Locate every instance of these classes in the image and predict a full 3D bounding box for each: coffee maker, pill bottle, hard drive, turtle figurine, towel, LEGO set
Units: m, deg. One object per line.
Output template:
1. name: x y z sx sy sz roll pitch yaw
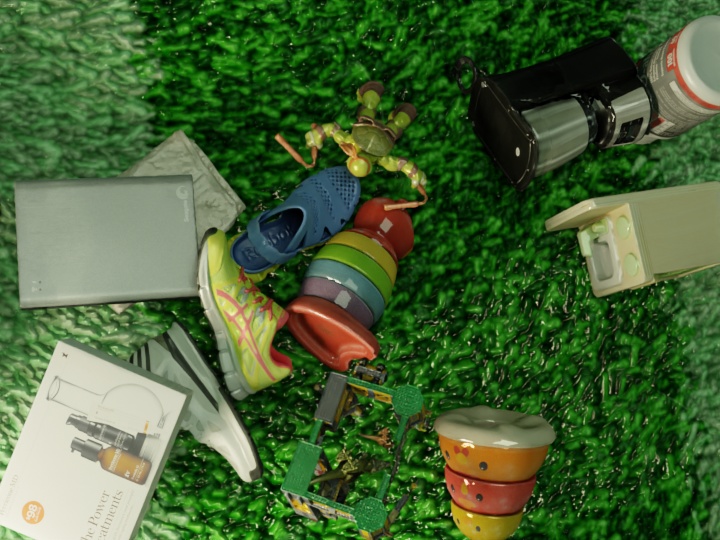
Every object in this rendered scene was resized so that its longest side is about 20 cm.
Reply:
1. coffee maker: 0.253 -0.227 1.286 0.197 0.135 0.195 -22 85 -19
2. pill bottle: 0.416 -0.241 1.300 0.114 0.200 0.118 3 78 -16
3. hard drive: -0.282 -0.033 1.111 0.196 0.033 0.142 -4 80 -16
4. turtle figurine: 0.006 -0.167 1.210 0.197 0.065 0.163 21 46 0
5. towel: -0.244 -0.061 1.161 0.199 0.034 0.133 -39 90 -18
6. LEGO set: -0.002 0.216 1.124 0.151 0.116 0.203 7 63 11

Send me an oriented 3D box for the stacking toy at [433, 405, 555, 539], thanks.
1. stacking toy: 0.154 0.271 1.173 0.143 0.146 0.204 2 93 -15

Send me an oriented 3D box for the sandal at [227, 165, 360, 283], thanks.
1. sandal: -0.074 -0.058 1.182 0.199 0.087 0.080 -41 90 -21

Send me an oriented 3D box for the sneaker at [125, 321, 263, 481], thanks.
1. sneaker: -0.198 0.171 1.116 0.114 0.076 0.202 -33 81 -11

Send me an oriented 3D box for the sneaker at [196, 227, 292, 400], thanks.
1. sneaker: -0.128 0.043 1.121 0.089 0.078 0.203 -13 110 3

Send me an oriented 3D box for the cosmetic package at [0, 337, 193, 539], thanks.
1. cosmetic package: -0.285 0.194 1.052 0.149 0.052 0.203 22 89 1

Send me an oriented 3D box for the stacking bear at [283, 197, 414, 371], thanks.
1. stacking bear: 0.000 0.000 1.185 0.113 0.121 0.202 37 62 -13

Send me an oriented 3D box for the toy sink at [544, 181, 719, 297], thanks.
1. toy sink: 0.360 -0.035 1.280 0.196 0.130 0.114 -8 81 -18
